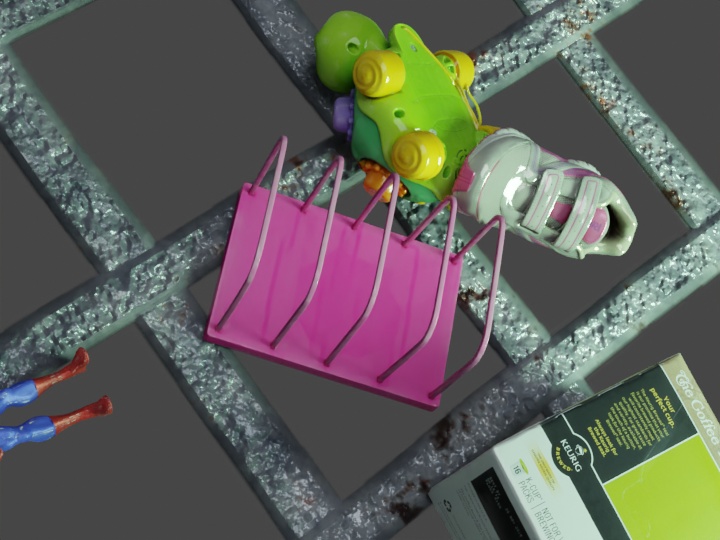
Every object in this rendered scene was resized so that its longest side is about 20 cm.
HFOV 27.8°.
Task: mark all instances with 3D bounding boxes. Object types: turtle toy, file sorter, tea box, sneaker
[{"bbox_3d":[0.031,-0.135,1.218,0.145,0.101,0.201,-10,70,-52],"label":"turtle toy"},{"bbox_3d":[0.000,0.000,1.136,0.198,0.125,0.140,18,62,-13],"label":"file sorter"},{"bbox_3d":[0.194,0.204,1.119,0.195,0.134,0.201,-21,77,-26],"label":"tea box"},{"bbox_3d":[0.161,-0.059,1.202,0.199,0.082,0.088,7,22,-42],"label":"sneaker"}]

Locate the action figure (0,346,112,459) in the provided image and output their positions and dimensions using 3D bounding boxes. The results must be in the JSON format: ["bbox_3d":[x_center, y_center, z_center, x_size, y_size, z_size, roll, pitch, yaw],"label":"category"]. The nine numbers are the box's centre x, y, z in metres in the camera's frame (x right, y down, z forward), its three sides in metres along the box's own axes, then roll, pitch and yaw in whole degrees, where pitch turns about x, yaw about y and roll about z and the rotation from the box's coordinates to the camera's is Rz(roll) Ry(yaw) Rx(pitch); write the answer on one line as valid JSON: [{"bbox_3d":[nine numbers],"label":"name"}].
[{"bbox_3d":[-0.277,0.114,1.027,0.199,0.052,0.066,-24,82,-25],"label":"action figure"}]
